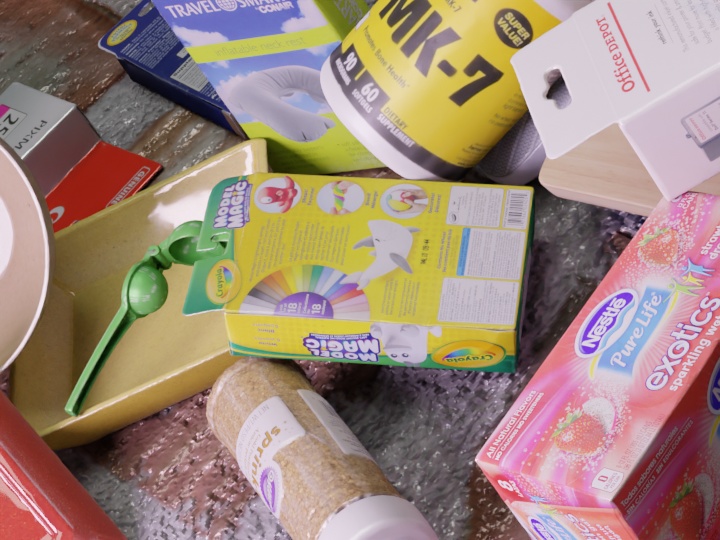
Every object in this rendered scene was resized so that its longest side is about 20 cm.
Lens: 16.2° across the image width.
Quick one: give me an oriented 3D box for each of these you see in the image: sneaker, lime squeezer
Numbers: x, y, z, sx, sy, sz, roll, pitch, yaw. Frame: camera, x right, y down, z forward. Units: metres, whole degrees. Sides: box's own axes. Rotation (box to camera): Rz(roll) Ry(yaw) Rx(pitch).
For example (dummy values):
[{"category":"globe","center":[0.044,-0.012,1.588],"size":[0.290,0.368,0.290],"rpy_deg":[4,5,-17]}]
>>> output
[{"category":"sneaker","center":[0.150,-0.134,1.596],"size":[0.200,0.071,0.073],"rpy_deg":[-57,42,6]},{"category":"lime squeezer","center":[-0.115,0.012,1.598],"size":[0.200,0.038,0.071],"rpy_deg":[-35,67,-1]}]

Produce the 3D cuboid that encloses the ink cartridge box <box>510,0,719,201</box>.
[{"category":"ink cartridge box","center":[0.191,-0.118,1.383],"size":[0.200,0.067,0.117],"rpy_deg":[-29,36,12]}]

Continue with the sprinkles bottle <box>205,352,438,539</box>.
[{"category":"sprinkles bottle","center":[-0.024,0.121,1.449],"size":[0.068,0.068,0.200],"rpy_deg":[-38,36,-3]}]

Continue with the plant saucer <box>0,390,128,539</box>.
[{"category":"plant saucer","center":[-0.277,0.160,1.540],"size":[0.200,0.037,0.200],"rpy_deg":[-41,73,-7]}]

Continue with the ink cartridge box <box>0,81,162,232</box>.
[{"category":"ink cartridge box","center":[-0.264,-0.040,1.839],"size":[0.200,0.044,0.174],"rpy_deg":[-48,37,-16]}]

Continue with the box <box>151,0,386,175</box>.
[{"category":"box","center":[-0.046,-0.146,1.649],"size":[0.122,0.200,0.048],"rpy_deg":[-5,46,35]}]

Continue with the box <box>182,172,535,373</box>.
[{"category":"box","center":[0.000,0.000,1.515],"size":[0.200,0.048,0.117],"rpy_deg":[5,50,7]}]

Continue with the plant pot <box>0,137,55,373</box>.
[{"category":"plant pot","center":[-0.288,-0.016,1.659],"size":[0.200,0.200,0.134],"rpy_deg":[-30,3,8]}]

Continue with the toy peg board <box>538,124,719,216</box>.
[{"category":"toy peg board","center":[0.242,-0.101,1.484],"size":[0.200,0.098,0.199],"rpy_deg":[15,75,46]}]

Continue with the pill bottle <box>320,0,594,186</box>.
[{"category":"pill bottle","center":[0.078,-0.155,1.539],"size":[0.200,0.114,0.114],"rpy_deg":[-47,32,21]}]

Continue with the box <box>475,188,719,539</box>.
[{"category":"box","center":[0.167,0.063,1.339],"size":[0.103,0.095,0.200],"rpy_deg":[14,59,47]}]

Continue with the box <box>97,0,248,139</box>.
[{"category":"box","center":[-0.099,-0.172,1.860],"size":[0.121,0.032,0.200],"rpy_deg":[-45,39,-13]}]

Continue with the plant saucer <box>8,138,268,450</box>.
[{"category":"plant saucer","center":[-0.133,0.025,1.657],"size":[0.200,0.048,0.200],"rpy_deg":[-25,37,14]}]
